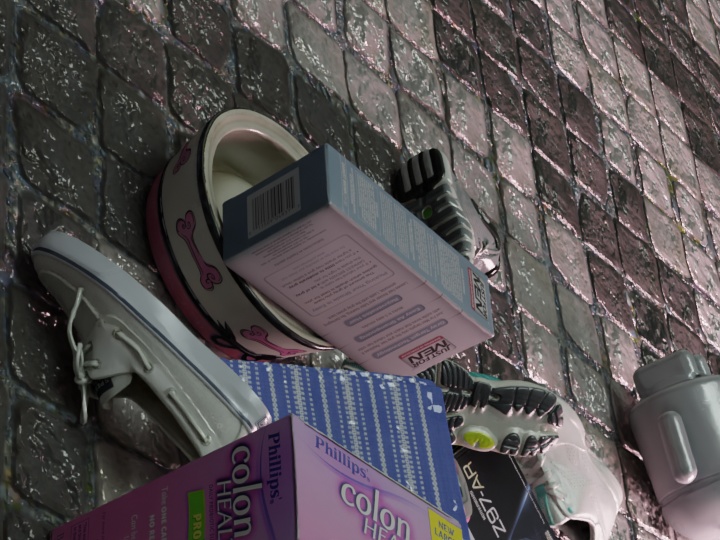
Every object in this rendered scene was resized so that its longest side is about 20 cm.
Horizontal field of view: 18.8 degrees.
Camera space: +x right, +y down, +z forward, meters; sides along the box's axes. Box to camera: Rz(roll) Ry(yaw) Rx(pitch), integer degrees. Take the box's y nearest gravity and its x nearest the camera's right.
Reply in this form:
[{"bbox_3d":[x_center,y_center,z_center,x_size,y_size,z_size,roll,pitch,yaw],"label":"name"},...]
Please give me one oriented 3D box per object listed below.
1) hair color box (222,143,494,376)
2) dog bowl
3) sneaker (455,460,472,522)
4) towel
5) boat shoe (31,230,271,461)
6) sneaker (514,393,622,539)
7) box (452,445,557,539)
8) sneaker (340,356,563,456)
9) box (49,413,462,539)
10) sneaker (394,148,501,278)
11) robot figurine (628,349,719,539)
[{"bbox_3d":[0.000,0.000,1.584,0.200,0.099,0.061,39,35,-39],"label":"hair color box"},{"bbox_3d":[-0.082,-0.019,1.647,0.200,0.074,0.201,42,33,-36],"label":"dog bowl"},{"bbox_3d":[-0.009,0.157,1.582,0.199,0.095,0.079,19,46,-35],"label":"sneaker"},{"bbox_3d":[-0.012,0.135,1.508,0.199,0.024,0.145,9,58,-35],"label":"towel"},{"bbox_3d":[-0.159,0.064,1.435,0.202,0.075,0.086,42,70,9],"label":"boat shoe"},{"bbox_3d":[0.166,0.180,1.911,0.200,0.075,0.089,47,42,-30],"label":"sneaker"},{"bbox_3d":[0.113,0.241,1.782,0.201,0.043,0.160,63,26,1],"label":"box"},{"bbox_3d":[0.068,0.109,1.773,0.199,0.080,0.078,18,91,-24],"label":"sneaker"},{"bbox_3d":[-0.062,0.199,1.345,0.176,0.200,0.097,37,36,-41],"label":"box"},{"bbox_3d":[0.092,-0.010,1.945,0.115,0.075,0.201,42,33,-39],"label":"sneaker"},{"bbox_3d":[0.337,0.181,2.150,0.169,0.113,0.201,12,56,-59],"label":"robot figurine"}]
